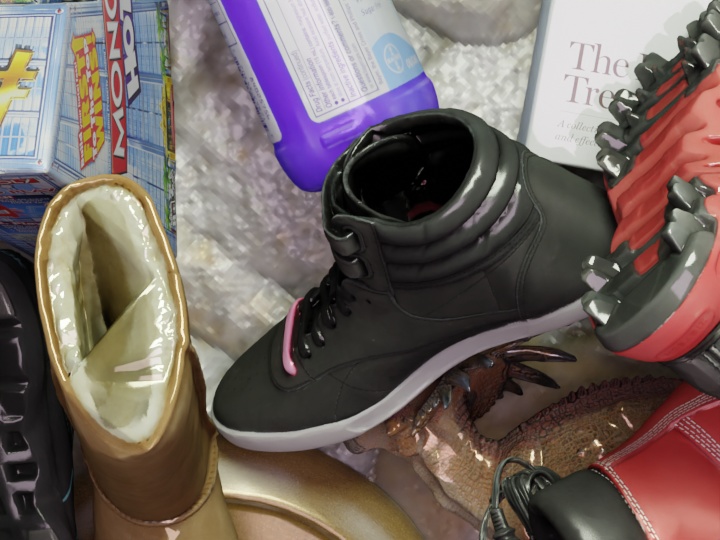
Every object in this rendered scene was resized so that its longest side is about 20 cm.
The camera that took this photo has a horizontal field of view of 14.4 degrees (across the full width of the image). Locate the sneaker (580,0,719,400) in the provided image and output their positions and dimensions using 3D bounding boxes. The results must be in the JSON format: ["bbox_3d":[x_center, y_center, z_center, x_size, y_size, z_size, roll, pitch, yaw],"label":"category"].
[{"bbox_3d":[0.135,-0.019,1.015,0.098,0.201,0.071,36,123,-16],"label":"sneaker"}]

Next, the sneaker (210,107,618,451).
[{"bbox_3d":[0.000,0.000,1.072,0.200,0.071,0.099,-27,132,30],"label":"sneaker"}]

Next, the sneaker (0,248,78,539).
[{"bbox_3d":[-0.134,0.088,1.108,0.075,0.079,0.201,1,97,12],"label":"sneaker"}]

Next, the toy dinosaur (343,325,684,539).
[{"bbox_3d":[0.095,0.073,1.118,0.199,0.086,0.136,-6,83,-9],"label":"toy dinosaur"}]

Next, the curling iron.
[{"bbox_3d":[0.122,0.142,1.053,0.200,0.026,0.050,39,60,-1],"label":"curling iron"}]

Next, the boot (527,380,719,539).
[{"bbox_3d":[0.152,0.138,1.018,0.144,0.072,0.200,-35,85,-21],"label":"boot"}]

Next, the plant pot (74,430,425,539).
[{"bbox_3d":[-0.057,0.165,1.148,0.199,0.027,0.201,0,95,-1],"label":"plant pot"}]

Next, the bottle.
[{"bbox_3d":[-0.035,-0.131,1.092,0.065,0.084,0.200,-23,95,11],"label":"bottle"}]

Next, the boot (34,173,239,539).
[{"bbox_3d":[-0.077,0.079,1.025,0.066,0.200,0.176,-15,73,-6],"label":"boot"}]

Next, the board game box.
[{"bbox_3d":[-0.118,-0.093,1.033,0.061,0.200,0.201,-1,96,8],"label":"board game box"}]

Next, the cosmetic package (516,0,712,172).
[{"bbox_3d":[0.172,-0.101,1.117,0.199,0.052,0.151,9,92,-2],"label":"cosmetic package"}]
